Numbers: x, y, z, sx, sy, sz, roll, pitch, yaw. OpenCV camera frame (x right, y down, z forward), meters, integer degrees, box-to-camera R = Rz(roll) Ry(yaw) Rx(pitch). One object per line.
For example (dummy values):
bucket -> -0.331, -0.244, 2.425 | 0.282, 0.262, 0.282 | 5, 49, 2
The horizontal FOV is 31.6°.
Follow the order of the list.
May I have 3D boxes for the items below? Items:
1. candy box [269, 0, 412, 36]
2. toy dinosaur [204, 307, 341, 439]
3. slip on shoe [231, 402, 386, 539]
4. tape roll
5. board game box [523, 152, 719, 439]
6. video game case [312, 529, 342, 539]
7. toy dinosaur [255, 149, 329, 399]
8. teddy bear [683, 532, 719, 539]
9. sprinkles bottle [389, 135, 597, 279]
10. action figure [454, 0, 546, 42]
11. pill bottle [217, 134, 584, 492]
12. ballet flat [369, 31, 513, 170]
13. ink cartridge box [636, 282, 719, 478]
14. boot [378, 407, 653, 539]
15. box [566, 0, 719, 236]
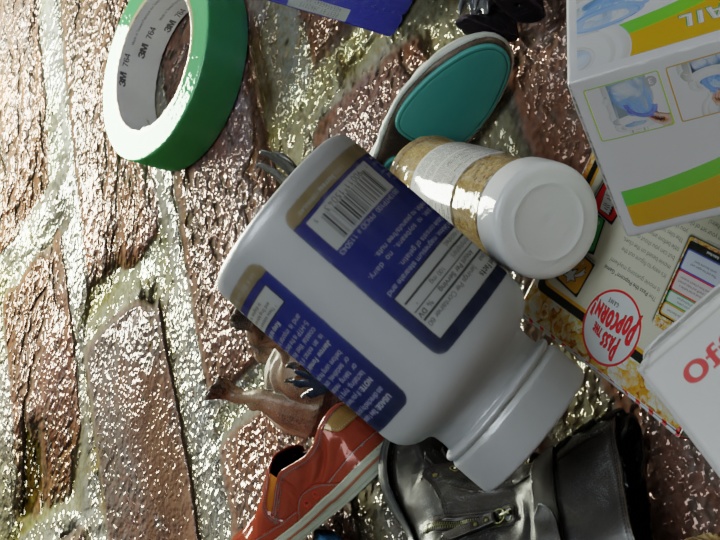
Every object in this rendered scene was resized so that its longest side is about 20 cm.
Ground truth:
candy box -> -0.062, -0.285, 1.025 | 0.077, 0.167, 0.201 | -58, 43, 27
toy dinosaur -> -0.035, 0.081, 0.967 | 0.135, 0.086, 0.201 | 32, 135, 7
slip on shoe -> -0.044, 0.160, 0.935 | 0.061, 0.074, 0.200 | 48, 133, 6
tape roll -> -0.185, -0.201, 1.253 | 0.199, 0.048, 0.203 | -19, 65, 47
board game box -> 0.189, -0.027, 0.736 | 0.151, 0.046, 0.202 | 40, 111, 49
video game case -> -0.018, 0.260, 0.852 | 0.200, 0.018, 0.145 | 162, 113, -80
toy dinosaur -> 0.000, 0.000, 0.883 | 0.105, 0.198, 0.183 | -52, 14, 54
teddy bear -> 0.203, 0.220, 0.597 | 0.066, 0.145, 0.202 | -18, 64, 7
sprinkles bottle -> 0.078, -0.046, 0.817 | 0.200, 0.067, 0.069 | -148, 75, -70
action figure -> 0.106, -0.268, 0.894 | 0.129, 0.069, 0.203 | -17, 63, 53
pill bottle -> 0.026, 0.029, 0.740 | 0.200, 0.120, 0.120 | 41, 119, 3
ballet flat -> 0.039, -0.100, 0.938 | 0.201, 0.069, 0.070 | -57, 42, 25
ink cartridge box -> 0.243, 0.077, 0.581 | 0.145, 0.085, 0.201 | -41, 49, 11
boot -> 0.100, 0.135, 0.791 | 0.173, 0.069, 0.201 | -35, 36, 23
box -> 0.207, -0.111, 0.611 | 0.197, 0.102, 0.113 | -15, 40, 21
